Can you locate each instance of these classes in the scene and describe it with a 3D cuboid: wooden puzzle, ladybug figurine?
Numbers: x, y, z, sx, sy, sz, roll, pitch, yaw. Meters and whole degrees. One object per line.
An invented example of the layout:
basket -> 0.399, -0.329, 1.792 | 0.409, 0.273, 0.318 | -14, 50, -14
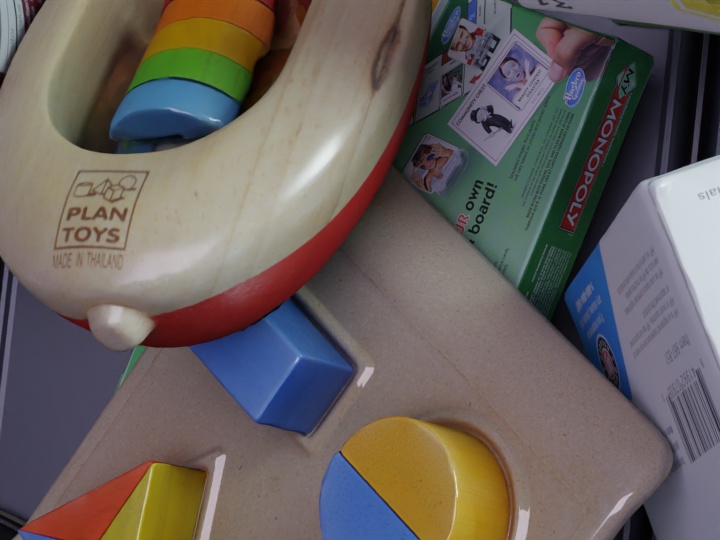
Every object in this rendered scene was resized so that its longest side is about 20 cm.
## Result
wooden puzzle -> -0.025, 0.076, 0.888 | 0.200, 0.046, 0.185 | -52, 52, 11
ladybug figurine -> -0.042, -0.049, 0.889 | 0.136, 0.072, 0.200 | 2, 50, 27

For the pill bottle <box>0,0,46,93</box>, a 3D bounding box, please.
pill bottle -> -0.160, -0.072, 0.931 | 0.113, 0.200, 0.113 | -2, 85, 18

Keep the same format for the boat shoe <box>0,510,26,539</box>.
boat shoe -> -0.114, 0.139, 0.974 | 0.201, 0.063, 0.074 | 37, 100, 19

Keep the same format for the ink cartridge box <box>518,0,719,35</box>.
ink cartridge box -> 0.119, -0.087, 0.839 | 0.145, 0.200, 0.048 | 10, 71, 18

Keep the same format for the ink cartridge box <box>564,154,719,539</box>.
ink cartridge box -> 0.141, 0.070, 0.843 | 0.084, 0.145, 0.200 | -18, 79, -10

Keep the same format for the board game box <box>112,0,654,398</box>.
board game box -> 0.000, 0.000, 0.945 | 0.135, 0.029, 0.200 | 25, 94, 35
